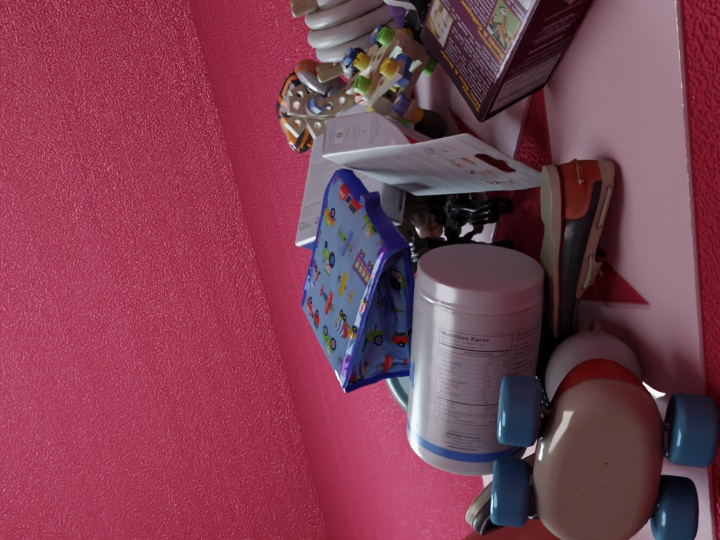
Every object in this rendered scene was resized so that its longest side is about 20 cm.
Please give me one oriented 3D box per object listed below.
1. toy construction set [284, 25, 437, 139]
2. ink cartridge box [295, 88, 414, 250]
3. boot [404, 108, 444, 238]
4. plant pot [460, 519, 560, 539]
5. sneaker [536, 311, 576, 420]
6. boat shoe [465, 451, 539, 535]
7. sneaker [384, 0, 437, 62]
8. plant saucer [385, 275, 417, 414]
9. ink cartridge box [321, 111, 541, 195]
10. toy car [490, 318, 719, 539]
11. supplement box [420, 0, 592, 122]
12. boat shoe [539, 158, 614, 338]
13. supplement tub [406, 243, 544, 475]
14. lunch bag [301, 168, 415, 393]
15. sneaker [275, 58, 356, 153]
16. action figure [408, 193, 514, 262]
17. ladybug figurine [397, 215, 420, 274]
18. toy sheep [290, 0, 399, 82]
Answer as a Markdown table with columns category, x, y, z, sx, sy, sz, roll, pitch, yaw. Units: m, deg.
| category | x | y | z | sx | sy | sz | roll | pitch | yaw |
| --- | --- | --- | --- | --- | --- | --- | --- | --- | --- |
| toy construction set | 0.006 | -0.205 | 1.034 | 0.198 | 0.133 | 0.092 | -7 | 148 | 45 |
| ink cartridge box | -0.005 | -0.138 | 1.153 | 0.198 | 0.040 | 0.204 | -14 | 65 | 55 |
| boot | 0.032 | -0.147 | 1.251 | 0.184 | 0.065 | 0.202 | 14 | 138 | 22 |
| plant pot | 0.207 | 0.383 | 1.138 | 0.200 | 0.175 | 0.203 | 161 | 90 | -76 |
| sneaker | 0.211 | 0.108 | 1.019 | 0.104 | 0.059 | 0.203 | 177 | 79 | -80 |
| boat shoe | 0.199 | 0.218 | 0.931 | 0.065 | 0.198 | 0.073 | 53 | 152 | 32 |
| sneaker | 0.095 | -0.270 | 1.017 | 0.088 | 0.075 | 0.200 | 60 | 177 | -36 |
| plant saucer | 0.094 | 0.103 | 1.057 | 0.197 | 0.036 | 0.204 | 10 | 108 | 33 |
| ink cartridge box | 0.082 | -0.124 | 0.955 | 0.198 | 0.159 | 0.048 | -1 | 77 | 45 |
| toy car | 0.222 | 0.137 | 0.880 | 0.201 | 0.181 | 0.180 | -71 | -17 | -60 |
| supplement box | 0.131 | -0.240 | 0.811 | 0.111 | 0.085 | 0.200 | 57 | 162 | 15 |
| boat shoe | 0.206 | -0.017 | 0.882 | 0.072 | 0.061 | 0.202 | -98 | 0 | -53 |
| supplement tub | 0.114 | 0.089 | 0.929 | 0.132 | 0.130 | 0.203 | -136 | 44 | -61 |
| lunch bag | 0.000 | 0.000 | 0.989 | 0.151 | 0.093 | 0.202 | -122 | 27 | -45 |
| sneaker | -0.030 | -0.202 | 1.301 | 0.112 | 0.199 | 0.078 | -50 | 11 | 34 |
| action figure | 0.106 | -0.069 | 1.113 | 0.200 | 0.100 | 0.121 | -144 | 52 | -66 |
| ladybug figurine | 0.023 | -0.040 | 1.219 | 0.200 | 0.071 | 0.138 | 34 | 142 | 61 |
| toy sheep | -0.011 | -0.315 | 1.199 | 0.202 | 0.136 | 0.138 | 67 | 169 | -26 |
